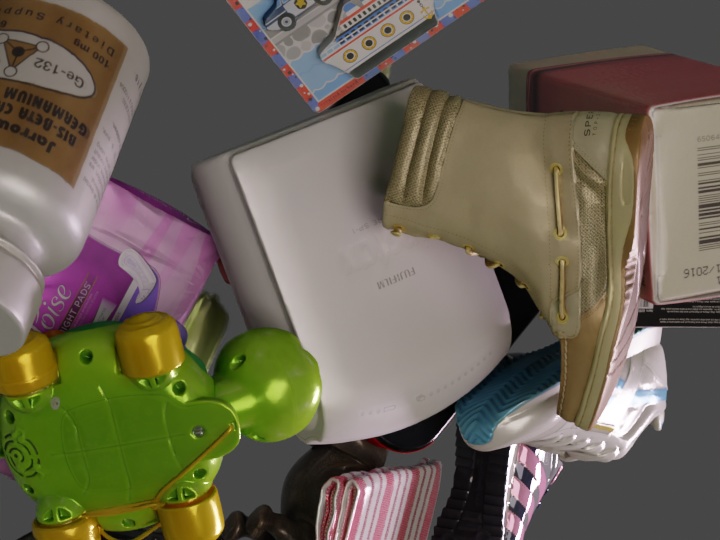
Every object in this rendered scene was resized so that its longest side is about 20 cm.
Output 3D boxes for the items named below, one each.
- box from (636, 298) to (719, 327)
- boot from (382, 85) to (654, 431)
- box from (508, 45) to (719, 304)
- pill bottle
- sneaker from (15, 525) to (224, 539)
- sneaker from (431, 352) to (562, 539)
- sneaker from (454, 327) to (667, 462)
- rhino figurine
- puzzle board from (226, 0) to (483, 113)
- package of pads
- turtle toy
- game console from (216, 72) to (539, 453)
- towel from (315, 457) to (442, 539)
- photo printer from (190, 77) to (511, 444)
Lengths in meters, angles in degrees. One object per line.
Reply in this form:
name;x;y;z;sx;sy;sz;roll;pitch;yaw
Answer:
box;0.232;0.011;1.771;0.200;0.110;0.035;1;101;-23
boot;0.090;-0.008;1.576;0.155;0.073;0.200;9;116;12
box;0.185;-0.065;1.684;0.109;0.200;0.128;-9;104;-21
pill bottle;-0.202;-0.058;1.502;0.114;0.114;0.200;33;57;-25
sneaker;-0.149;0.209;1.616;0.199;0.114;0.076;-3;142;-44
sneaker;0.101;0.155;1.765;0.082;0.070;0.200;5;100;-44
sneaker;0.137;0.088;1.695;0.200;0.076;0.081;-19;104;-47
rhino figurine;-0.039;0.172;1.711;0.087;0.060;0.200;18;90;-26
puzzle board;0.013;-0.200;1.548;0.200;0.017;0.151;-33;118;11
package of pads;-0.183;0.038;1.615;0.120;0.076;0.200;29;89;-28
turtle toy;-0.121;0.084;1.541;0.200;0.101;0.146;-9;108;7
game console;0.017;-0.002;1.689;0.177;0.031;0.200;-47;108;-21
towel;-0.001;0.194;1.690;0.030;0.200;0.147;17;95;18
photo printer;0.000;0.000;1.625;0.166;0.069;0.200;-23;96;-31
